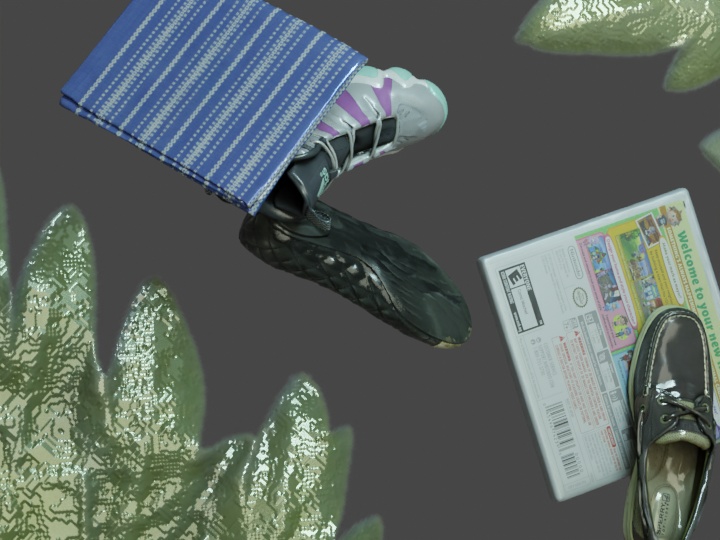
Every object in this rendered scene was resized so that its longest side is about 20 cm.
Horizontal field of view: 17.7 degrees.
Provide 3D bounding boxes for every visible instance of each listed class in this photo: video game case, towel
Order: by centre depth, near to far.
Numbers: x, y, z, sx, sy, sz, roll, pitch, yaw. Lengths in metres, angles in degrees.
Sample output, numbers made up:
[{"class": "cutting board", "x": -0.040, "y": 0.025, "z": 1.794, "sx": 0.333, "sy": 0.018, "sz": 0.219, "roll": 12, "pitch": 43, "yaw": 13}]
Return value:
[{"class": "towel", "x": -0.110, "y": -0.137, "z": 1.674, "sx": 0.200, "sy": 0.024, "sz": 0.145, "roll": 30, "pitch": 78, "yaw": 29}, {"class": "video game case", "x": 0.203, "y": 0.058, "z": 1.812, "sx": 0.181, "sy": 0.022, "sz": 0.201, "roll": -19, "pitch": 93, "yaw": -14}]

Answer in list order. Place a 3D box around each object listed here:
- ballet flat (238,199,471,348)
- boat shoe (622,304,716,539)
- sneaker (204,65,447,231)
[{"class": "ballet flat", "x": 0.000, "y": 0.000, "z": 1.755, "sx": 0.200, "sy": 0.057, "sz": 0.067, "roll": 32, "pitch": 54, "yaw": -17}, {"class": "boat shoe", "x": 0.245, "y": 0.126, "z": 1.776, "sx": 0.073, "sy": 0.065, "sz": 0.201, "roll": 3, "pitch": 87, "yaw": -13}, {"class": "sneaker", "x": -0.024, "y": -0.079, "z": 1.692, "sx": 0.199, "sy": 0.140, "sz": 0.078, "roll": -7, "pitch": 131, "yaw": -8}]
